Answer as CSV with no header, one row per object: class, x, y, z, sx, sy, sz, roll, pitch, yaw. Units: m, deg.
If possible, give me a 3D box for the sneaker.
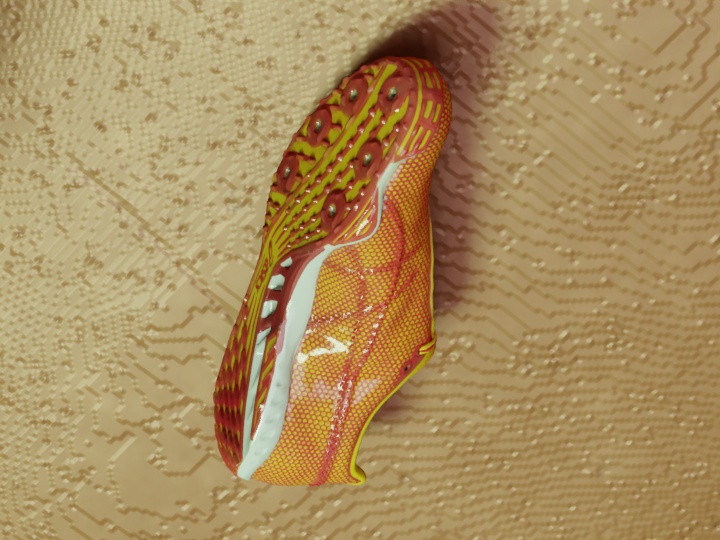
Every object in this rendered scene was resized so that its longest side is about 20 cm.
sneaker,0.000,0.000,1.022,0.077,0.073,0.200,4,128,-24
